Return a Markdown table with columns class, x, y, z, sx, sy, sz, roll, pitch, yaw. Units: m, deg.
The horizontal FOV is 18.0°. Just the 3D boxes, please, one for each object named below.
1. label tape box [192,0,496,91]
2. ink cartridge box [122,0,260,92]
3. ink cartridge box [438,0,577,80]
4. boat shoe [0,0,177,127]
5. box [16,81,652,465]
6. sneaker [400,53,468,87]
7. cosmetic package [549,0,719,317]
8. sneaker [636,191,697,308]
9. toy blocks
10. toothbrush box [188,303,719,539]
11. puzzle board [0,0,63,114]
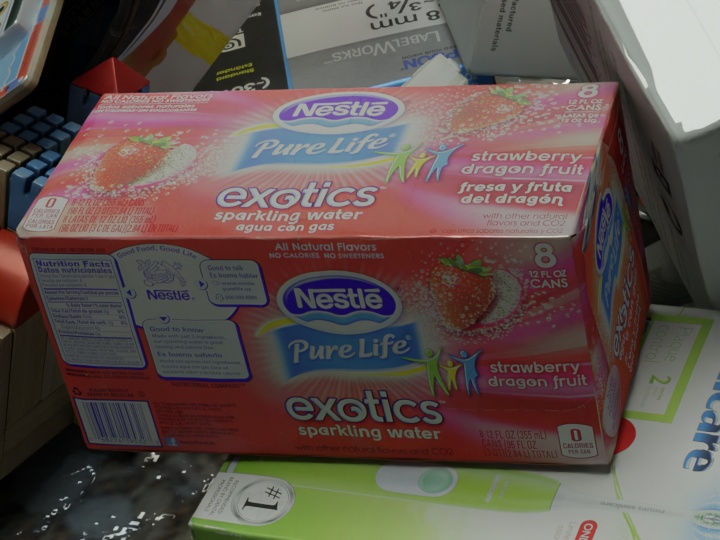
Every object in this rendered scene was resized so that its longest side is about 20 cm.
| class | x | y | z | sx | sy | sz | roll | pitch | yaw |
| --- | --- | --- | --- | --- | --- | --- | --- | --- | --- |
| label tape box | -0.006 | -0.077 | 1.085 | 0.144 | 0.063 | 0.200 | -13 | 36 | 2 |
| ink cartridge box | -0.093 | -0.166 | 1.080 | 0.200 | 0.083 | 0.145 | -50 | 27 | 20 |
| ink cartridge box | 0.137 | -0.155 | 1.074 | 0.200 | 0.084 | 0.146 | 1 | 35 | -14 |
| boat shoe | -0.153 | -0.075 | 0.995 | 0.200 | 0.070 | 0.066 | -44 | -3 | 19 |
| box | -0.006 | -0.001 | 0.808 | 0.200 | 0.103 | 0.095 | 0 | 38 | 19 |
| sneaker | 0.000 | 0.000 | 0.978 | 0.082 | 0.074 | 0.200 | 41 | 78 | 1 |
| cosmetic package | 0.181 | -0.109 | 0.839 | 0.200 | 0.165 | 0.165 | -25 | 60 | 2 |
| sneaker | 0.104 | -0.004 | 0.942 | 0.200 | 0.079 | 0.074 | -16 | 38 | -1 |
| toy blocks | -0.133 | -0.001 | 0.932 | 0.100 | 0.137 | 0.200 | 23 | 35 | 20 |
| toothbrush box | 0.061 | 0.085 | 0.832 | 0.200 | 0.086 | 0.146 | 7 | 41 | 23 |
| puzzle board | -0.173 | -0.112 | 0.979 | 0.151 | 0.017 | 0.200 | -31 | 34 | 33 |
